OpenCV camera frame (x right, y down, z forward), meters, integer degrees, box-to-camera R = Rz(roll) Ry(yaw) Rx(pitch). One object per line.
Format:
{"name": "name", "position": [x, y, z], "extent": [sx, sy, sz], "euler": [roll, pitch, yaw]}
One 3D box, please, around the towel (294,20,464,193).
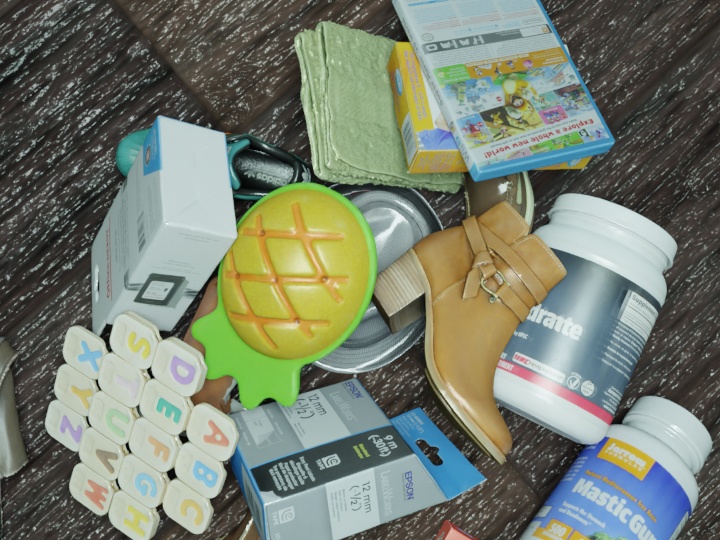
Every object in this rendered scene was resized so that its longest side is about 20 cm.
{"name": "towel", "position": [0.025, -0.151, 0.827], "extent": [0.198, 0.036, 0.151], "euler": [0, 82, -39]}

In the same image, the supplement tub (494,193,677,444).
{"name": "supplement tub", "position": [0.199, 0.046, 0.811], "extent": [0.139, 0.140, 0.202], "euler": [26, 84, 0]}

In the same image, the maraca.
{"name": "maraca", "position": [-0.066, 0.022, 0.736], "extent": [0.136, 0.107, 0.201], "euler": [35, 101, 14]}

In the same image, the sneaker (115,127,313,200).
{"name": "sneaker", "position": [-0.143, -0.107, 0.836], "extent": [0.197, 0.080, 0.073], "euler": [7, 84, -2]}

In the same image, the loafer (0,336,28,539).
{"name": "loafer", "position": [-0.346, 0.164, 0.813], "extent": [0.070, 0.073, 0.203], "euler": [12, 89, -12]}

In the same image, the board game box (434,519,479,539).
{"name": "board game box", "position": [0.131, 0.361, 0.828], "extent": [0.198, 0.040, 0.154], "euler": [30, 84, 0]}

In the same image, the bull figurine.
{"name": "bull figurine", "position": [-0.137, 0.103, 0.814], "extent": [0.120, 0.065, 0.202], "euler": [26, 102, -18]}

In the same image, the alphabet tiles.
{"name": "alphabet tiles", "position": [-0.203, 0.143, 0.772], "extent": [0.194, 0.015, 0.202], "euler": [28, 111, 17]}

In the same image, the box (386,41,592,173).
{"name": "box", "position": [0.131, -0.152, 0.796], "extent": [0.197, 0.042, 0.121], "euler": [-4, 65, -13]}

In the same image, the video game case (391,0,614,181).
{"name": "video game case", "position": [0.126, -0.181, 0.778], "extent": [0.141, 0.018, 0.202], "euler": [-13, 68, -20]}

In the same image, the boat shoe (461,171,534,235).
{"name": "boat shoe", "position": [0.121, -0.098, 0.833], "extent": [0.074, 0.074, 0.205], "euler": [28, 59, -39]}

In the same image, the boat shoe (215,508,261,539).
{"name": "boat shoe", "position": [-0.128, 0.287, 0.806], "extent": [0.071, 0.076, 0.202], "euler": [22, 82, 1]}

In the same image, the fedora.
{"name": "fedora", "position": [0.000, 0.000, 0.829], "extent": [0.177, 0.090, 0.200], "euler": [45, 84, 2]}

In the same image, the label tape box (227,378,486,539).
{"name": "label tape box", "position": [-0.009, 0.160, 0.765], "extent": [0.197, 0.143, 0.067], "euler": [-16, 115, -17]}

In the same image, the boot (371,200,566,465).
{"name": "boot", "position": [0.114, 0.046, 0.738], "extent": [0.153, 0.074, 0.201], "euler": [-30, 75, -6]}

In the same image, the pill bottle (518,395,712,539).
{"name": "pill bottle", "position": [0.241, 0.216, 0.800], "extent": [0.112, 0.112, 0.200], "euler": [43, 68, 1]}

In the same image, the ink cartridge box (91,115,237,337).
{"name": "ink cartridge box", "position": [-0.185, -0.027, 0.784], "extent": [0.066, 0.200, 0.117], "euler": [9, 53, -31]}
